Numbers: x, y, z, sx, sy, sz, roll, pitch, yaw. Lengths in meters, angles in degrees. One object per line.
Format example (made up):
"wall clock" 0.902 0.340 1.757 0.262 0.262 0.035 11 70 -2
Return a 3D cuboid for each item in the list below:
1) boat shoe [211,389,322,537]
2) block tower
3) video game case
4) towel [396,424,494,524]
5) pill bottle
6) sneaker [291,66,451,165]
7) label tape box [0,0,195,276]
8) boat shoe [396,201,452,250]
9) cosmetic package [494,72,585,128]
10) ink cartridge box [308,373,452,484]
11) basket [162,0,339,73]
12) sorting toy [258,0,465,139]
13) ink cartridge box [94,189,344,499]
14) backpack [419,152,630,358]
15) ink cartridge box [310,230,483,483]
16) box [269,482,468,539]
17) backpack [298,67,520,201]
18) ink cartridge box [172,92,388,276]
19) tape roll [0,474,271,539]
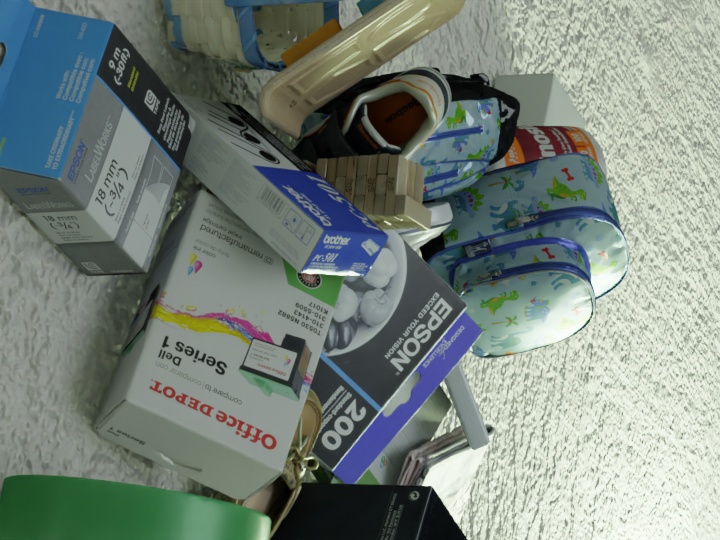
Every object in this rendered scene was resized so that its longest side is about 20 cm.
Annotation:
"boat shoe" -0.083 0.190 1.601 0.073 0.062 0.201 37 73 -32
"block tower" -0.036 -0.063 1.607 0.054 0.198 0.059 24 69 -59
"video game case" 0.078 0.065 1.863 0.182 0.023 0.202 -96 165 -83
"towel" 0.065 0.253 1.881 0.200 0.032 0.193 -15 127 -65
"pill bottle" 0.153 -0.096 1.982 0.198 0.113 0.114 -3 92 -31
"sneaker" -0.008 -0.106 1.655 0.079 0.200 0.079 48 15 -3
"label tape box" -0.214 -0.108 1.423 0.200 0.063 0.146 51 46 -49
"boat shoe" 0.001 0.000 1.718 0.200 0.074 0.087 -20 100 -23
"cosmetic package" 0.190 -0.114 2.149 0.113 0.080 0.202 49 47 -50
"ink cartridge box" 0.003 0.173 1.803 0.201 0.059 0.104 -58 140 -23
"basket" -0.053 -0.238 1.575 0.176 0.198 0.141 -20 105 -57
"sorting toy" 0.002 -0.190 1.543 0.037 0.199 0.185 52 4 5
"ink cartridge box" -0.111 0.061 1.522 0.144 0.084 0.202 26 60 -15
"backpack" 0.167 -0.011 1.870 0.184 0.198 0.148 67 5 -56
"ink cartridge box" 0.001 0.075 1.683 0.199 0.043 0.200 -50 121 -5
"box" -0.001 0.287 1.669 0.201 0.196 0.124 58 39 -43
"backpack" 0.028 -0.125 1.780 0.199 0.162 0.156 3 99 -53
"ink cartridge box" -0.076 -0.071 1.541 0.094 0.200 0.044 4 123 -55
"tape roll" -0.165 0.190 1.368 0.200 0.198 0.049 32 62 -57
